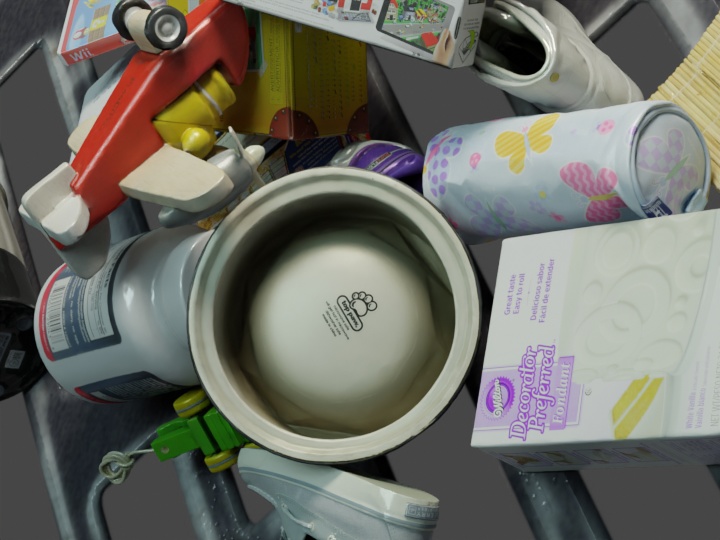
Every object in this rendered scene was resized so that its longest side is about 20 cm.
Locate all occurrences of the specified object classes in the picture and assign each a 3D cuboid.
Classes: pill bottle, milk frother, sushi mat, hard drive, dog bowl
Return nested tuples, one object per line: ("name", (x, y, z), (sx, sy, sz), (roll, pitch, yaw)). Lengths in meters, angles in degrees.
("pill bottle", (-0.146, 0.030, 1.607), (0.200, 0.119, 0.120), (-15, 57, 53))
("milk frother", (-0.384, 0.017, 1.818), (0.181, 0.200, 0.188), (-48, 42, 19))
("sushi mat", (0.258, -0.088, 1.382), (0.096, 0.012, 0.200), (-50, 42, 12))
("hard drive", (-0.181, -0.147, 1.775), (0.132, 0.025, 0.200), (-41, 19, 14))
("dog bowl", (-0.014, 0.034, 1.473), (0.199, 0.074, 0.201), (-1, 81, 8))

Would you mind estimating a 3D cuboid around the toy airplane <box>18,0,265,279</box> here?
("toy airplane", (-0.146, -0.078, 1.529), (0.199, 0.141, 0.201), (-35, 38, 34))

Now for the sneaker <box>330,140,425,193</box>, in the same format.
("sneaker", (0.000, 0.000, 1.544), (0.083, 0.081, 0.201), (8, 76, 34))

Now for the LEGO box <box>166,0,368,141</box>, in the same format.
("LEGO box", (-0.071, -0.200, 1.585), (0.149, 0.077, 0.201), (11, 106, 48))

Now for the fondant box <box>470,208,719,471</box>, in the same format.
("fondant box", (0.169, 0.046, 1.351), (0.200, 0.058, 0.145), (-8, 65, 45))

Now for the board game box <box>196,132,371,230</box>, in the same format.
("board game box", (-0.073, -0.110, 1.698), (0.151, 0.046, 0.200), (-38, 45, 23))

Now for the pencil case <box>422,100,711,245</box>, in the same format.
("pencil case", (0.134, -0.062, 1.431), (0.200, 0.091, 0.083), (-2, 57, 45))

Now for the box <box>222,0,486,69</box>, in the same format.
("box", (-0.008, -0.214, 1.457), (0.199, 0.035, 0.110), (20, 108, 24))

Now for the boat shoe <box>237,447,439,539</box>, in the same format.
("boat shoe", (-0.025, 0.166, 1.471), (0.201, 0.070, 0.072), (11, 86, 53))

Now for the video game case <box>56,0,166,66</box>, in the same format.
("video game case", (-0.155, -0.250, 1.819), (0.199, 0.017, 0.143), (-17, 40, 19))

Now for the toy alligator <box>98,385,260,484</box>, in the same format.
("toy alligator", (-0.111, 0.114, 1.605), (0.200, 0.059, 0.054), (-21, 12, 37))

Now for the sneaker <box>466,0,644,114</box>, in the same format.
("sneaker", (0.104, -0.165, 1.504), (0.074, 0.115, 0.200), (-56, 41, 7))
